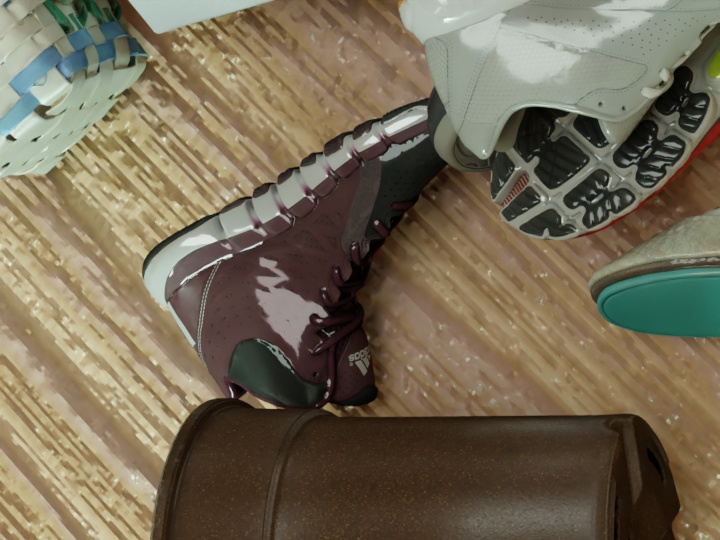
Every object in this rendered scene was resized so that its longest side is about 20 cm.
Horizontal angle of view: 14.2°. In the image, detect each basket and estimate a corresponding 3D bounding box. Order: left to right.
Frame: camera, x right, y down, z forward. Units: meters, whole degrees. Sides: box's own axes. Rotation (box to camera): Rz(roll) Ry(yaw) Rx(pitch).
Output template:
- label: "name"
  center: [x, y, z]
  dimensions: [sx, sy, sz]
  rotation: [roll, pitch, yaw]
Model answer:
- label: "basket"
  center: [-0.210, -0.143, 1.433]
  dimensions: [0.200, 0.176, 0.139]
  rotation: [43, 106, 4]

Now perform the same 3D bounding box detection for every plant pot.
- label: "plant pot"
  center: [0.035, 0.145, 1.275]
  dimensions: [0.198, 0.200, 0.201]
  rotation: [-7, 82, 20]

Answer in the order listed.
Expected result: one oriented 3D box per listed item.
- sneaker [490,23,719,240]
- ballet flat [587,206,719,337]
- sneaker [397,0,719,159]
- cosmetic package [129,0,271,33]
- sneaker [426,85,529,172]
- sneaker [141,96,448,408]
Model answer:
- label: "sneaker"
  center: [0.148, -0.078, 1.284]
  dimensions: [0.200, 0.085, 0.077]
  rotation: [-41, 64, 6]
- label: "ballet flat"
  center: [0.200, -0.009, 1.278]
  dimensions: [0.200, 0.067, 0.062]
  rotation: [-3, 56, 24]
- label: "sneaker"
  center: [0.122, -0.106, 1.226]
  dimensions: [0.200, 0.076, 0.092]
  rotation: [-17, 91, 13]
- label: "cosmetic package"
  center: [-0.045, -0.185, 1.349]
  dimensions: [0.200, 0.102, 0.074]
  rotation: [-8, 40, 45]
- label: "sneaker"
  center: [0.080, -0.139, 1.324]
  dimensions: [0.106, 0.075, 0.200]
  rotation: [37, 79, 31]
- label: "sneaker"
  center: [0.000, 0.000, 1.375]
  dimensions: [0.200, 0.076, 0.116]
  rotation: [-29, 85, 26]
